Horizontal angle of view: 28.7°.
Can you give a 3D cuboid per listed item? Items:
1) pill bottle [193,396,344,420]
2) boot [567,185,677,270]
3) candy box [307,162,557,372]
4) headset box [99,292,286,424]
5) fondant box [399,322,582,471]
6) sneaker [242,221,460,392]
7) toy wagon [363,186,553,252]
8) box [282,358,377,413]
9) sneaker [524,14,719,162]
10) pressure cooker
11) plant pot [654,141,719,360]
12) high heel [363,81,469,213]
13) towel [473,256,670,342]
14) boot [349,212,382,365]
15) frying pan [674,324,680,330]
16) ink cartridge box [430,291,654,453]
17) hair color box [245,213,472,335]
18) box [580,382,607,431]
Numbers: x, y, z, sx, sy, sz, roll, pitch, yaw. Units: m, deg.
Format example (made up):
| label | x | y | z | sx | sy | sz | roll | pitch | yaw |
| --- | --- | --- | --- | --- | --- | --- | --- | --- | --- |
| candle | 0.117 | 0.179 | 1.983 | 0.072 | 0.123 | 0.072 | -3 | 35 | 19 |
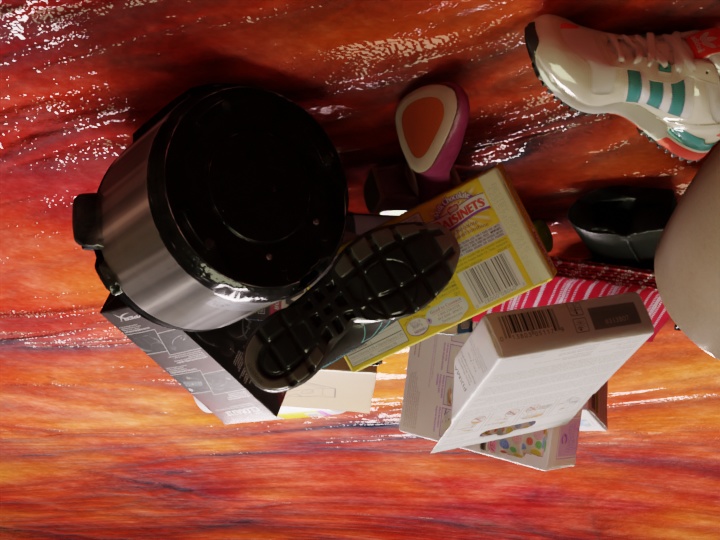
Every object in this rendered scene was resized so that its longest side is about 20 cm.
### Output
| label | x | y | z | sx | sy | sz | roll | pitch | yaw |
| --- | --- | --- | --- | --- | --- | --- | --- | --- | --- |
| pill bottle | -0.106 | 0.128 | 1.705 | 0.198 | 0.105 | 0.104 | -8 | 157 | 30 |
| boot | 0.225 | -0.011 | 1.318 | 0.163 | 0.066 | 0.200 | -14 | 160 | 15 |
| candy box | 0.053 | 0.000 | 1.166 | 0.199 | 0.103 | 0.026 | -26 | -177 | 24 |
| headset box | -0.126 | 0.036 | 1.315 | 0.077 | 0.150 | 0.200 | -11 | 135 | 39 |
| fondant box | 0.140 | 0.117 | 1.486 | 0.199 | 0.146 | 0.058 | 10 | -176 | 42 |
| sneaker | -0.008 | 0.024 | 1.145 | 0.199 | 0.076 | 0.079 | -32 | 177 | 4 |
| toy wagon | 0.077 | -0.028 | 1.315 | 0.154 | 0.040 | 0.199 | -23 | 142 | 35 |
| box | -0.083 | 0.119 | 1.524 | 0.197 | 0.022 | 0.164 | 3 | 159 | -1 |
| sneaker | 0.205 | -0.148 | 0.990 | 0.198 | 0.071 | 0.093 | 21 | 136 | -33 |
| pressure cooker | -0.125 | -0.042 | 1.138 | 0.176 | 0.179 | 0.200 | 46 | 150 | -12 |
| plant pot | 0.335 | -0.051 | 1.078 | 0.185 | 0.189 | 0.201 | 3 | 146 | 2 |
| high heel | 0.073 | -0.102 | 1.147 | 0.095 | 0.068 | 0.200 | -9 | 166 | -21 |
| towel | 0.197 | 0.029 | 1.323 | 0.197 | 0.023 | 0.145 | 7 | 156 | -3 |
| boot | 0.014 | 0.036 | 1.397 | 0.067 | 0.132 | 0.199 | -12 | 154 | 37 |
| frying pan | 0.355 | -0.007 | 1.318 | 0.114 | 0.031 | 0.190 | -17 | 155 | -4 |
| ink cartridge box | 0.157 | 0.095 | 1.304 | 0.161 | 0.058 | 0.200 | -8 | 156 | -23 |
| hair color box | 0.000 | 0.000 | 1.243 | 0.198 | 0.101 | 0.060 | 3 | 180 | 18 |
| box | 0.177 | 0.121 | 1.619 | 0.198 | 0.114 | 0.101 | -4 | 160 | 22 |
